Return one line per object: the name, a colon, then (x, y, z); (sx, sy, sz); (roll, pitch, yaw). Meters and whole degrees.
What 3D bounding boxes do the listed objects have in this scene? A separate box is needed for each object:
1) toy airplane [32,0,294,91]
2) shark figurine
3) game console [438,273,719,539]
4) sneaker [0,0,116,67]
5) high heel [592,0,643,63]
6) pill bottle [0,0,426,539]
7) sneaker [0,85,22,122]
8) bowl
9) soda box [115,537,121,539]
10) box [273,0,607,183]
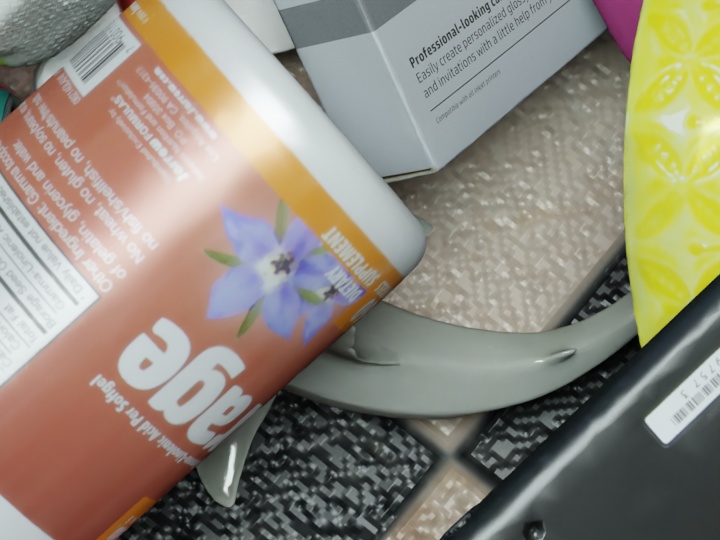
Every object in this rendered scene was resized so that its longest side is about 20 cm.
toy airplane: (-0.080, -0.154, 0.832); (0.199, 0.141, 0.201); (28, 70, 1)
shark figurine: (0.017, 0.015, 0.806); (0.213, 0.090, 0.129); (6, 81, 2)
game console: (0.140, 0.076, 0.672); (0.200, 0.031, 0.177); (-43, 97, -5)
sneaker: (-0.148, -0.092, 0.763); (0.200, 0.076, 0.105); (-42, 80, -1)
high heel: (0.086, -0.150, 0.771); (0.067, 0.096, 0.201); (-15, 78, 6)
pill bottle: (-0.087, 0.018, 0.730); (0.200, 0.112, 0.112); (-42, 76, 2)
sneaker: (-0.143, 0.020, 0.817); (0.120, 0.084, 0.201); (1, 72, 12)
bowl: (0.166, -0.027, 0.744); (0.107, 0.200, 0.201); (0, 71, 31)
soda box: (-0.065, 0.140, 0.720); (0.063, 0.200, 0.070); (-32, 119, -8)
box: (0.014, -0.151, 0.796); (0.156, 0.041, 0.201); (-40, 111, -42)
